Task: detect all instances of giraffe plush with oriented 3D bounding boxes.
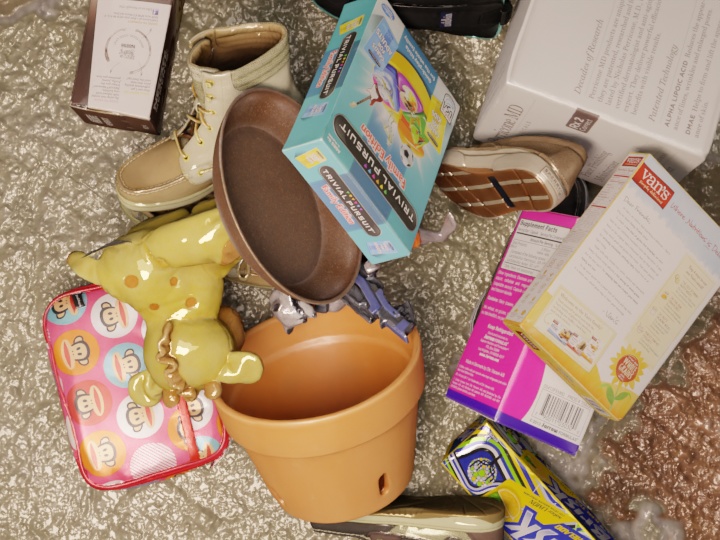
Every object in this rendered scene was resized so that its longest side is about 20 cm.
[{"bbox_3d":[-0.154,0.033,1.451,0.199,0.172,0.163,-26,102,-43],"label":"giraffe plush"}]

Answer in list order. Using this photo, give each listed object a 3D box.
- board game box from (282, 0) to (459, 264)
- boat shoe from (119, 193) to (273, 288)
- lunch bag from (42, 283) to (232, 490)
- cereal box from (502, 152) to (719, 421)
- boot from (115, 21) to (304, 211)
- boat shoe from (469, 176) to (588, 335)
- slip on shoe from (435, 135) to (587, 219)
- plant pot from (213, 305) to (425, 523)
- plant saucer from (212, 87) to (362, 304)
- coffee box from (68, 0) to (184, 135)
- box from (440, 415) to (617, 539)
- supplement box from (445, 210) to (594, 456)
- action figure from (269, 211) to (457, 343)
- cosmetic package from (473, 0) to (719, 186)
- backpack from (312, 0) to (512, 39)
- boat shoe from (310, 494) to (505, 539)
[{"bbox_3d":[0.015,-0.132,1.479,0.151,0.047,0.201,51,42,-33],"label":"board game box"},{"bbox_3d":[-0.145,-0.038,1.565,0.199,0.063,0.074,22,85,-3],"label":"boat shoe"},{"bbox_3d":[-0.204,0.103,1.550,0.175,0.082,0.201,-14,86,-9],"label":"lunch bag"},{"bbox_3d":[0.239,0.014,1.448,0.144,0.039,0.200,43,79,-21],"label":"cereal box"},{"bbox_3d":[-0.146,-0.142,1.471,0.199,0.155,0.072,-23,58,-6],"label":"boot"},{"bbox_3d":[0.168,-0.013,1.582,0.070,0.066,0.201,32,86,-2],"label":"boat shoe"},{"bbox_3d":[0.138,-0.097,1.530,0.061,0.200,0.076,-45,109,-20],"label":"slip on shoe"},{"bbox_3d":[-0.030,0.139,1.504,0.199,0.200,0.141,-15,119,-4],"label":"plant pot"},{"bbox_3d":[-0.071,-0.062,1.421,0.036,0.200,0.202,-20,88,31],"label":"plant saucer"},{"bbox_3d":[-0.217,-0.240,1.546,0.079,0.113,0.201,10,86,-2],"label":"coffee box"},{"bbox_3d":[0.171,0.231,1.563,0.064,0.070,0.200,-43,90,14],"label":"box"},{"bbox_3d":[0.178,0.054,1.504,0.101,0.103,0.201,25,88,-27],"label":"supplement box"},{"bbox_3d":[0.000,0.000,1.528,0.193,0.105,0.200,-35,66,-18],"label":"action figure"},{"bbox_3d":[0.235,-0.189,1.532,0.199,0.165,0.166,19,74,-2],"label":"cosmetic package"},{"bbox_3d":[0.045,-0.314,1.538,0.198,0.176,0.154,-3,71,-3],"label":"backpack"},{"bbox_3d":[0.042,0.252,1.537,0.199,0.072,0.067,-2,97,21],"label":"boat shoe"}]
